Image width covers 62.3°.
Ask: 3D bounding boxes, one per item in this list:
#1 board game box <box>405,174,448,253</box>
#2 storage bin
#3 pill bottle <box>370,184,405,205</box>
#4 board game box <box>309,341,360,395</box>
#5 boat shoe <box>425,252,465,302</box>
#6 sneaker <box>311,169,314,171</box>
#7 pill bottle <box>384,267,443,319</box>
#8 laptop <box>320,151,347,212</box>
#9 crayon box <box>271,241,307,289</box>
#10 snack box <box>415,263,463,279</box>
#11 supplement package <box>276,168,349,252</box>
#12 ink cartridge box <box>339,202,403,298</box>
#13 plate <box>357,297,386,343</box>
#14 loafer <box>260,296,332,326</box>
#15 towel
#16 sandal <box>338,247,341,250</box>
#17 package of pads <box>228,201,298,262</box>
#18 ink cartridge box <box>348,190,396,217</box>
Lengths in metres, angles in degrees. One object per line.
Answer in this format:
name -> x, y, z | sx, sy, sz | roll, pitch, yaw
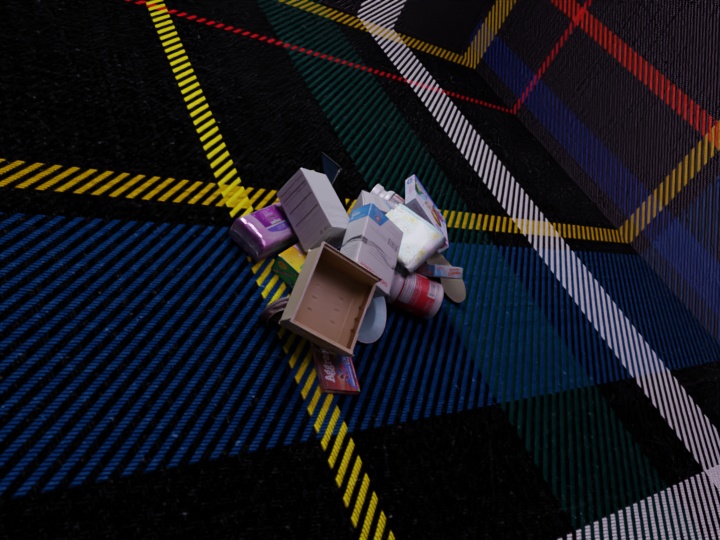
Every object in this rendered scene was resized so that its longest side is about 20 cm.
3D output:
board game box -> 0.213, -0.186, 1.920 | 0.201, 0.041, 0.201 | 52, 21, -22
storage bin -> -0.066, 0.076, 1.422 | 0.196, 0.093, 0.204 | 30, 69, -24
pill bottle -> 0.111, -0.192, 1.997 | 0.199, 0.117, 0.116 | 38, 35, 4
board game box -> -0.069, 0.212, 1.463 | 0.101, 0.020, 0.203 | 10, 42, -30
boat shoe -> 0.271, 0.015, 1.925 | 0.203, 0.073, 0.063 | 54, -6, 5
sneaker -> -0.149, -0.236, 1.886 | 0.080, 0.074, 0.204 | 24, 43, -25
pill bottle -> 0.134, 0.056, 1.731 | 0.196, 0.113, 0.114 | 23, 36, -15
laptop -> -0.101, -0.232, 1.838 | 0.101, 0.180, 0.202 | 8, 47, 16
crayon box -> -0.129, 0.019, 1.603 | 0.199, 0.059, 0.118 | 41, 36, 9
snack box -> 0.203, -0.001, 1.814 | 0.114, 0.038, 0.198 | 6, 1, -35
supplement package -> -0.124, -0.161, 1.646 | 0.116, 0.117, 0.203 | 3, 53, -55
ink cartridge box -> 0.025, -0.050, 1.587 | 0.145, 0.082, 0.204 | 39, 53, -34
plate -> 0.000, 0.095, 1.594 | 0.198, 0.025, 0.206 | 22, 60, -45
loafer -> -0.147, 0.108, 1.454 | 0.195, 0.074, 0.072 | -8, 57, -25
towel -> 0.125, -0.093, 1.731 | 0.199, 0.049, 0.171 | 37, 65, 26
sandal -> -0.065, -0.041, 1.734 | 0.197, 0.048, 0.076 | 27, 36, -12
package of pads -> -0.253, -0.109, 1.634 | 0.120, 0.076, 0.199 | 44, 36, 9
ink cartridge box -> 0.062, -0.142, 1.872 | 0.196, 0.149, 0.087 | 20, 34, -20
